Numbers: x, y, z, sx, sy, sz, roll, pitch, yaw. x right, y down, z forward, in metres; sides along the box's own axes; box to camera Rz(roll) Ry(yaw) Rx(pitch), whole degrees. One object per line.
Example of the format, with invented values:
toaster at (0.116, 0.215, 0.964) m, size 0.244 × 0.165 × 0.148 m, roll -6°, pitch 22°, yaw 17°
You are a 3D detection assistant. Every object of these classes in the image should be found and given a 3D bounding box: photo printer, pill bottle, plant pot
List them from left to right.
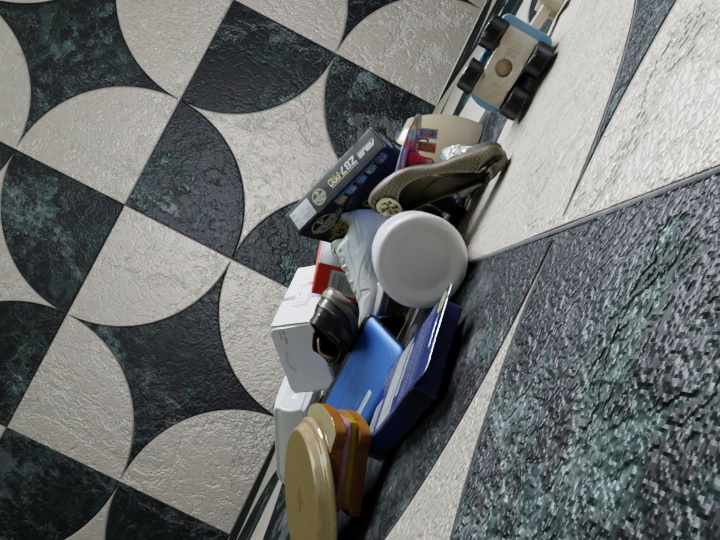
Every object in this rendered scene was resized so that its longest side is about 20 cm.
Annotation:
photo printer at (-0.118, 0.299, 1.402) m, size 0.167 × 0.069 × 0.202 m, roll -73°, pitch -14°, yaw -61°
pill bottle at (0.072, -0.021, 0.959) m, size 0.115 × 0.114 × 0.200 m, roll -63°, pitch 4°, yaw 5°
plant pot at (0.130, -0.220, 1.403) m, size 0.202 × 0.134 × 0.200 m, roll -64°, pitch 4°, yaw 8°

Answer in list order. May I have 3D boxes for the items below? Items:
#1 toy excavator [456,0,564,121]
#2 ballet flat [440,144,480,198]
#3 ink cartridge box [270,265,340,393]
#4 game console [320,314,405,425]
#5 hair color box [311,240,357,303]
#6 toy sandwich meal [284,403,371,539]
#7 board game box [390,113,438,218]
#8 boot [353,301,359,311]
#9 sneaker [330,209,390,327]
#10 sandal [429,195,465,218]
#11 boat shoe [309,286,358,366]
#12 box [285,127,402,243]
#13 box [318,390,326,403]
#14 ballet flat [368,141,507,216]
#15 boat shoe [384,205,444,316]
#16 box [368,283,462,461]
toy excavator at (0.234, -0.331, 1.074) m, size 0.195 × 0.099 × 0.200 m, roll -61°, pitch -4°, yaw 20°
ballet flat at (0.165, -0.159, 1.121) m, size 0.072 × 0.071 × 0.200 m, roll -62°, pitch 6°, yaw 20°
ink cartridge box at (-0.081, 0.102, 1.310) m, size 0.201 × 0.082 × 0.148 m, roll -72°, pitch -31°, yaw -58°
game console at (0.021, 0.176, 1.074) m, size 0.201 × 0.118 × 0.171 m, roll -63°, pitch 34°, yaw 12°
hair color box at (-0.027, -0.016, 1.291) m, size 0.200 × 0.101 × 0.062 m, roll -86°, pitch 10°, yaw -66°
toy sandwich meal at (-0.037, 0.255, 0.841) m, size 0.205 × 0.070 × 0.207 m, roll 179°, pitch 90°, yaw -72°
board game box at (0.085, -0.129, 1.094) m, size 0.159 × 0.039 × 0.201 m, roll -65°, pitch -16°, yaw -44°
boot at (-0.011, 0.045, 1.306) m, size 0.074 × 0.075 × 0.200 m, roll -62°, pitch 5°, yaw 15°
sneaker at (0.000, 0.000, 1.138) m, size 0.075 × 0.099 × 0.202 m, roll 87°, pitch -173°, yaw -74°
sandal at (0.136, -0.128, 1.173) m, size 0.048 × 0.075 × 0.201 m, roll -64°, pitch 13°, yaw 12°
boat shoe at (-0.041, 0.102, 1.093) m, size 0.073 × 0.074 × 0.201 m, roll -45°, pitch -31°, yaw -19°
box at (-0.005, -0.128, 1.177) m, size 0.200 × 0.049 × 0.161 m, roll -44°, pitch -22°, yaw 17°
box at (0.001, 0.147, 1.346) m, size 0.200 × 0.049 × 0.200 m, roll -66°, pitch 5°, yaw -28°
ballet flat at (0.103, -0.115, 0.980) m, size 0.067 × 0.198 × 0.047 m, roll 50°, pitch -154°, yaw -53°
boat shoe at (0.075, -0.009, 1.172) m, size 0.068 × 0.072 × 0.201 m, roll -88°, pitch 24°, yaw -79°
box at (0.060, 0.115, 0.794) m, size 0.201 × 0.032 × 0.122 m, roll 116°, pitch 178°, yaw -50°
